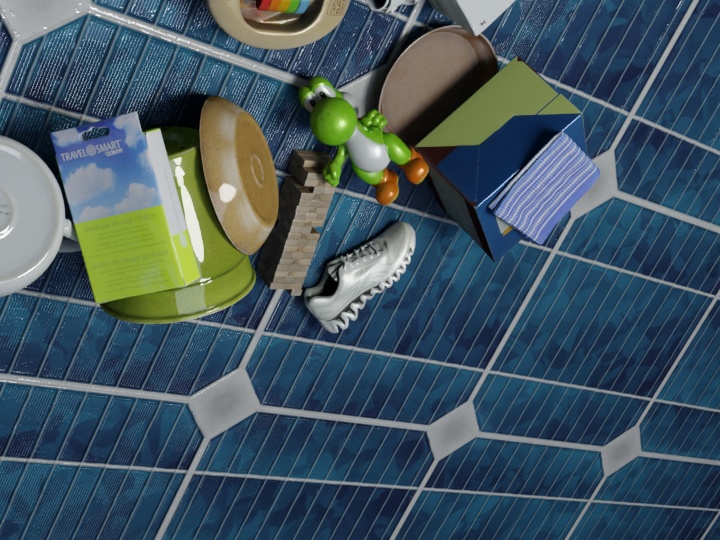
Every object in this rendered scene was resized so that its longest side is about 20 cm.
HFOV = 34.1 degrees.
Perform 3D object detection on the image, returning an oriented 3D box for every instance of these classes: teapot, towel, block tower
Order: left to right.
[{"bbox_3d":[-0.435,-0.056,1.331,0.197,0.146,0.201,-42,103,-28],"label":"teapot"},{"bbox_3d":[-0.089,-0.064,1.626,0.057,0.054,0.202,1,119,-34],"label":"block tower"},{"bbox_3d":[0.262,-0.110,1.633,0.145,0.024,0.200,-48,154,10],"label":"towel"}]

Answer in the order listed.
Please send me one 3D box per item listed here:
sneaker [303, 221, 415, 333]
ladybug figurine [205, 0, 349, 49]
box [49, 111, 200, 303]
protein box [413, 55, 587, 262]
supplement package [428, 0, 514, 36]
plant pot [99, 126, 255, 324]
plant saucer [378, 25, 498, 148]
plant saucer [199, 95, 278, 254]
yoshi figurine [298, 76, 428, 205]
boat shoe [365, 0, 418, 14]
[{"bbox_3d":[0.000,0.000,1.726,0.200,0.075,0.081,-46,126,1],"label":"sneaker"},{"bbox_3d":[-0.103,-0.338,1.410,0.198,0.072,0.137,1,119,-35],"label":"ladybug figurine"},{"bbox_3d":[-0.268,-0.072,1.334,0.121,0.048,0.202,-11,100,19],"label":"box"},{"bbox_3d":[0.208,-0.154,1.673,0.198,0.135,0.200,-41,155,-3],"label":"protein box"},{"bbox_3d":[0.134,-0.434,1.483,0.156,0.111,0.200,-42,135,-2],"label":"supplement package"},{"bbox_3d":[-0.239,-0.066,1.439,0.199,0.200,0.195,-18,118,-24],"label":"plant pot"},{"bbox_3d":[0.104,-0.252,1.643,0.199,0.034,0.202,-18,128,-24],"label":"plant saucer"},{"bbox_3d":[-0.142,-0.122,1.454,0.035,0.201,0.201,-12,135,14],"label":"plant saucer"},{"bbox_3d":[-0.004,-0.167,1.541,0.200,0.112,0.113,40,72,-27],"label":"yoshi figurine"},{"bbox_3d":[0.026,-0.354,1.447,0.200,0.071,0.069,11,89,-71],"label":"boat shoe"}]
